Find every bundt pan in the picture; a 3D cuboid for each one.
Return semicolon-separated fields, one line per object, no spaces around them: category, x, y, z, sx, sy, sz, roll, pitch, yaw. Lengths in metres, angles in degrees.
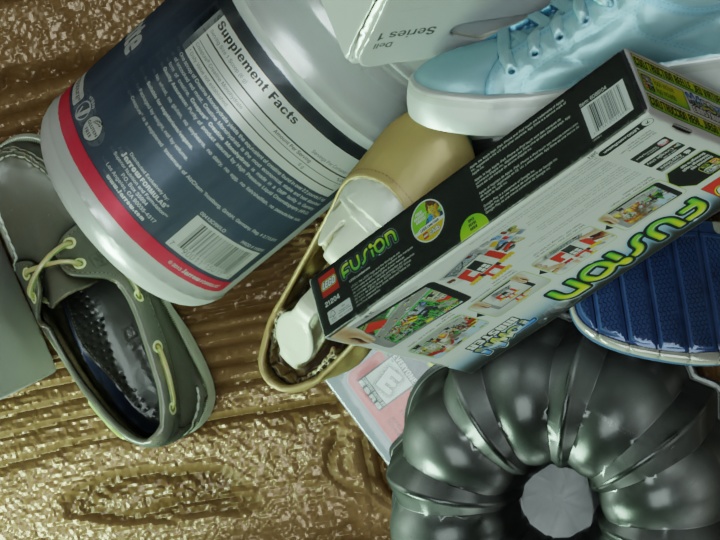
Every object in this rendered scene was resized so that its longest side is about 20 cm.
bundt pan;0.103;0.122;0.980;0.201;0.076;0.203;2;99;14

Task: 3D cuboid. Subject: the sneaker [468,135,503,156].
sneaker;0.127;-0.052;0.952;0.199;0.076;0.088;-3;108;-9

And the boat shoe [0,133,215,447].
boat shoe;-0.155;0.011;1.076;0.072;0.060;0.202;-33;89;18

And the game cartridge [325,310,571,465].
game cartridge;0.064;0.062;1.038;0.133;0.041;0.200;-38;88;14

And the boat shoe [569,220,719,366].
boat shoe;0.204;0.016;0.955;0.199;0.072;0.073;-2;78;3

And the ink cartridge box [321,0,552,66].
ink cartridge box;0.033;-0.210;0.904;0.201;0.145;0.084;67;151;22

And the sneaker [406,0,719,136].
sneaker;0.114;-0.119;0.865;0.199;0.074;0.082;-12;112;2

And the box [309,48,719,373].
box;0.083;-0.020;0.873;0.200;0.110;0.035;-36;57;32

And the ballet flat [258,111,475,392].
ballet flat;0.000;0.000;0.949;0.069;0.063;0.200;44;139;15

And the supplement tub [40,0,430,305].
supplement tub;-0.057;-0.089;0.991;0.200;0.140;0.141;-39;88;18

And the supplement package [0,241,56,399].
supplement package;-0.279;0.043;1.043;0.121;0.200;0.120;-23;92;18
